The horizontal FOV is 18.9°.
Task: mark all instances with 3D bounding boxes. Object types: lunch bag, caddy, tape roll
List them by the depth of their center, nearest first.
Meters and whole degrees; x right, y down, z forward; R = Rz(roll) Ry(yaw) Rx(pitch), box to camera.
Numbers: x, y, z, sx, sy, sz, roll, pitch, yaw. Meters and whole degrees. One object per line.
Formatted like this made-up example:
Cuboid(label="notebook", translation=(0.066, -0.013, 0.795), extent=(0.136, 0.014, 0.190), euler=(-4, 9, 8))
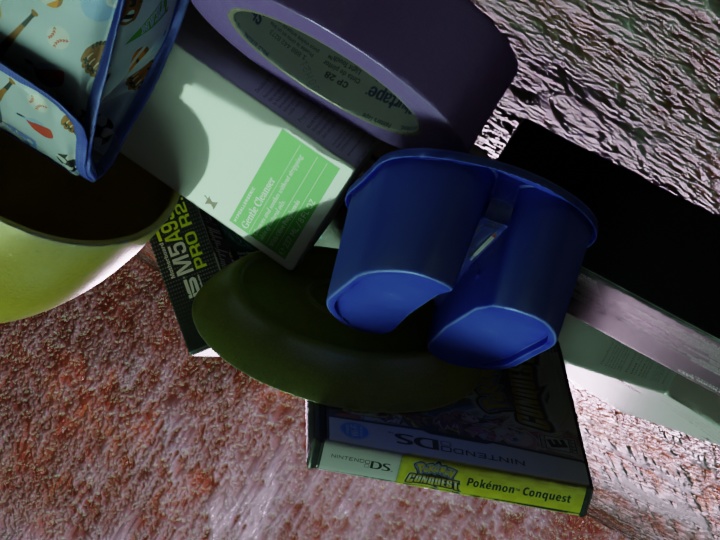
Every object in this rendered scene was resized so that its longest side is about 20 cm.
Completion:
Cuboid(label="tape roll", translation=(-0.005, -0.146, 1.312), extent=(0.200, 0.066, 0.200), euler=(30, 171, 5))
Cuboid(label="caddy", translation=(0.061, -0.016, 1.318), extent=(0.141, 0.105, 0.200), euler=(21, 163, -11))
Cuboid(label="lunch bag", translation=(-0.203, -0.172, 1.342), extent=(0.170, 0.201, 0.124), euler=(32, -146, 11))

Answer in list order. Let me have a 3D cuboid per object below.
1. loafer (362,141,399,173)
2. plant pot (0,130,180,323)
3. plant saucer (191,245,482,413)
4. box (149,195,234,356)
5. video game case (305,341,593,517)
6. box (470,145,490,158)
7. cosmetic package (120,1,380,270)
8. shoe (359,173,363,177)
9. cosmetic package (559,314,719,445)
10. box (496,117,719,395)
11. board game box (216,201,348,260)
Cuboid(label="loafer", translation=(-0.024, -0.135, 1.515), extent=(0.200, 0.063, 0.072), euler=(37, -156, -13))
Cuboid(label="plant pot", translation=(-0.240, -0.046, 1.475), extent=(0.199, 0.142, 0.201), euler=(20, -140, -18))
Cuboid(label="plant saucer", translation=(-0.012, 0.031, 1.436), extent=(0.199, 0.031, 0.200), euler=(11, -155, -5))
Cuboid(label="box", translation=(-0.119, -0.016, 1.634), extent=(0.200, 0.044, 0.161), euler=(19, -130, -84))
Cuboid(label="video game case", translation=(0.054, 0.085, 1.422), extent=(0.180, 0.026, 0.200), euler=(11, -154, -7))
Cuboid(label="box", translation=(0.118, -0.036, 1.608), extent=(0.200, 0.039, 0.041), euler=(37, 169, -35))
Cuboid(label="cosmetic package", translation=(-0.091, -0.108, 1.448), extent=(0.200, 0.085, 0.108), euler=(33, 128, 2))
Cuboid(label="shoe", translation=(-0.065, -0.133, 1.576), extent=(0.200, 0.070, 0.053), euler=(36, 176, -8))
Cuboid(label="cosmetic package", translation=(0.236, 0.071, 1.665), extent=(0.113, 0.081, 0.200), euler=(33, 171, -23))
Cuboid(label="box", translation=(0.181, -0.004, 1.426), extent=(0.199, 0.079, 0.141), euler=(29, 167, 18))
Cuboid(label="board game box", translation=(0.000, 0.000, 1.555), extent=(0.199, 0.028, 0.136), euler=(-1, 124, 33))
